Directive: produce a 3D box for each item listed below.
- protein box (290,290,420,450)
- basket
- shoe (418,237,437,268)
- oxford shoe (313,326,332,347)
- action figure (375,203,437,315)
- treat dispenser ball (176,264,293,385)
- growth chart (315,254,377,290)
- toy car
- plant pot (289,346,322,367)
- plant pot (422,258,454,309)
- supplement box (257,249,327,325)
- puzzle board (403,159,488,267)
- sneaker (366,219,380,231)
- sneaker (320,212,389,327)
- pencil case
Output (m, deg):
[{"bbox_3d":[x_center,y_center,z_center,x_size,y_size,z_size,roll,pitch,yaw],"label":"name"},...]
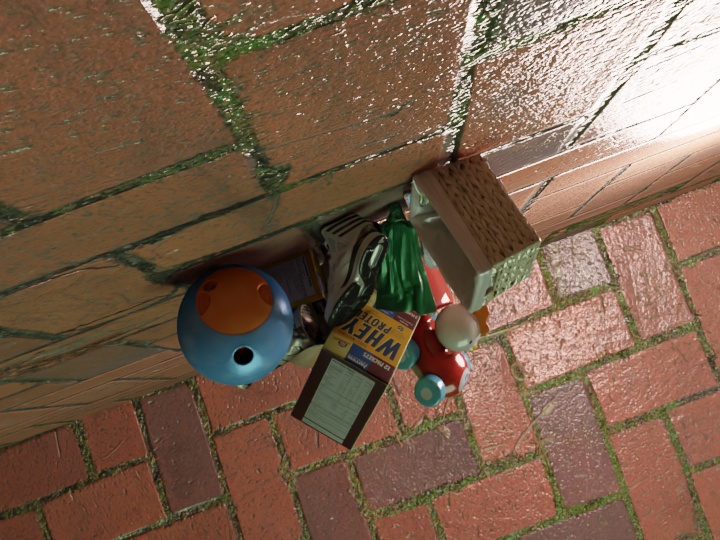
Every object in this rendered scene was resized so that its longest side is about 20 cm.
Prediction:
[{"bbox_3d":[-0.009,0.175,1.706,0.199,0.133,0.201,-59,176,-49],"label":"protein box"},{"bbox_3d":[0.175,-0.063,1.430,0.122,0.202,0.136,-25,155,-14],"label":"basket"},{"bbox_3d":[0.125,-0.098,1.643,0.070,0.092,0.202,-12,143,-2],"label":"shoe"},{"bbox_3d":[-0.147,0.119,1.828,0.196,0.077,0.058,2,156,-7],"label":"oxford shoe"},{"bbox_3d":[0.073,-0.023,1.623,0.116,0.203,0.055,0,-153,15],"label":"action figure"},{"bbox_3d":[-0.212,0.091,1.564,0.198,0.204,0.201,-19,173,-2],"label":"treat dispenser ball"},{"bbox_3d":[0.000,0.000,1.784,0.198,0.147,0.018,-25,148,21],"label":"growth chart"},{"bbox_3d":[0.189,0.143,1.851,0.199,0.178,0.184,-38,175,30],"label":"toy car"},{"bbox_3d":[-0.096,0.092,2.117,0.185,0.188,0.200,-12,156,-47],"label":"plant pot"},{"bbox_3d":[0.075,0.015,1.901,0.197,0.180,0.200,-20,173,-3],"label":"plant pot"},{"bbox_3d":[-0.160,0.063,1.747,0.197,0.110,0.110,-20,150,3],"label":"supplement box"},{"bbox_3d":[0.169,-0.091,1.577,0.148,0.018,0.201,-21,139,6],"label":"puzzle board"},{"bbox_3d":[0.010,-0.048,1.680,0.082,0.082,0.199,-5,178,36],"label":"sneaker"},{"bbox_3d":[-0.029,-0.009,1.572,0.075,0.115,0.203,-6,132,-44],"label":"sneaker"},{"bbox_3d":[-0.158,0.143,1.691,0.198,0.079,0.089,-32,134,20],"label":"pencil case"}]
